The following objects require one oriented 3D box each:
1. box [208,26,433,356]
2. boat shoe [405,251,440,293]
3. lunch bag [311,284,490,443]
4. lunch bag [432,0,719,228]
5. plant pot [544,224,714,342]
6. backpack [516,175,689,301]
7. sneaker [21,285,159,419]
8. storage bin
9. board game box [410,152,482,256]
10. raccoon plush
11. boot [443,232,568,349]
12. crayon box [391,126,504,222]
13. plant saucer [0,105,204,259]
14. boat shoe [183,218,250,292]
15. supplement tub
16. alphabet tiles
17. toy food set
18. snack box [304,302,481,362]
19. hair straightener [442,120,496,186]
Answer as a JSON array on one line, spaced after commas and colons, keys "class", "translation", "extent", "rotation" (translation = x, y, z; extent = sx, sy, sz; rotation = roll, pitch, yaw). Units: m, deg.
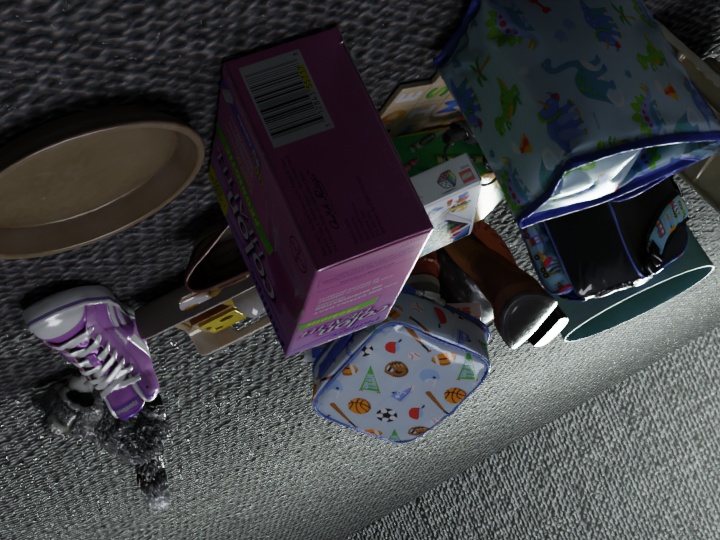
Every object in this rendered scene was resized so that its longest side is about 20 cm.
[{"class": "box", "translation": [-0.039, -0.055, 1.089], "extent": [0.096, 0.177, 0.200], "rotation": [-20, 164, -16]}, {"class": "boat shoe", "translation": [-0.002, 0.017, 1.570], "extent": [0.199, 0.063, 0.071], "rotation": [-18, 149, 24]}, {"class": "lunch bag", "translation": [0.041, 0.101, 1.527], "extent": [0.159, 0.076, 0.200], "rotation": [24, 131, -19]}, {"class": "lunch bag", "translation": [0.186, -0.148, 1.140], "extent": [0.199, 0.171, 0.128], "rotation": [-18, 163, -27]}, {"class": "plant pot", "translation": [0.301, -0.029, 1.693], "extent": [0.199, 0.162, 0.201], "rotation": [-24, 166, -6]}, {"class": "backpack", "translation": [0.270, -0.070, 1.521], "extent": [0.134, 0.184, 0.200], "rotation": [-25, 178, 34]}, {"class": "sneaker", "translation": [-0.245, 0.083, 1.338], "extent": [0.072, 0.115, 0.200], "rotation": [-26, 163, 11]}, {"class": "storage bin", "translation": [0.345, -0.140, 1.364], "extent": [0.094, 0.199, 0.200], "rotation": [-49, 156, 19]}, {"class": "board game box", "translation": [0.011, -0.029, 1.258], "extent": [0.199, 0.035, 0.126], "rotation": [-24, 163, -9]}, {"class": "raccoon plush", "translation": [-0.284, 0.198, 1.551], "extent": [0.133, 0.201, 0.097], "rotation": [-17, -166, -24]}, {"class": "boot", "translation": [0.121, -0.015, 1.434], "extent": [0.069, 0.200, 0.188], "rotation": [-47, 162, 15]}, {"class": "crayon box", "translation": [0.058, -0.082, 1.338], "extent": [0.199, 0.059, 0.119], "rotation": [-14, 161, -33]}, {"class": "plant saucer", "translation": [-0.214, -0.068, 1.059], "extent": [0.199, 0.030, 0.200], "rotation": [-24, 164, -7]}, {"class": "boat shoe", "translation": [-0.080, -0.036, 1.249], "extent": [0.199, 0.072, 0.072], "rotation": [-26, -165, 26]}, {"class": "supplement tub", "translation": [0.080, 0.031, 1.634], "extent": [0.199, 0.123, 0.122], "rotation": [-34, 162, 27]}, {"class": "alphabet tiles", "translation": [0.075, -0.144, 1.285], "extent": [0.166, 0.008, 0.200], "rotation": [-14, 161, -33]}, {"class": "toy food set", "translation": [-0.137, 0.045, 1.460], "extent": [0.143, 0.061, 0.200], "rotation": [-27, 167, 6]}, {"class": "snack box", "translation": [0.035, 0.069, 1.565], "extent": [0.198, 0.024, 0.072], "rotation": [-2, 140, 0]}, {"class": "hair straightener", "translation": [0.156, -0.125, 1.309], "extent": [0.199, 0.077, 0.041], "rotation": [-19, 165, -36]}]
